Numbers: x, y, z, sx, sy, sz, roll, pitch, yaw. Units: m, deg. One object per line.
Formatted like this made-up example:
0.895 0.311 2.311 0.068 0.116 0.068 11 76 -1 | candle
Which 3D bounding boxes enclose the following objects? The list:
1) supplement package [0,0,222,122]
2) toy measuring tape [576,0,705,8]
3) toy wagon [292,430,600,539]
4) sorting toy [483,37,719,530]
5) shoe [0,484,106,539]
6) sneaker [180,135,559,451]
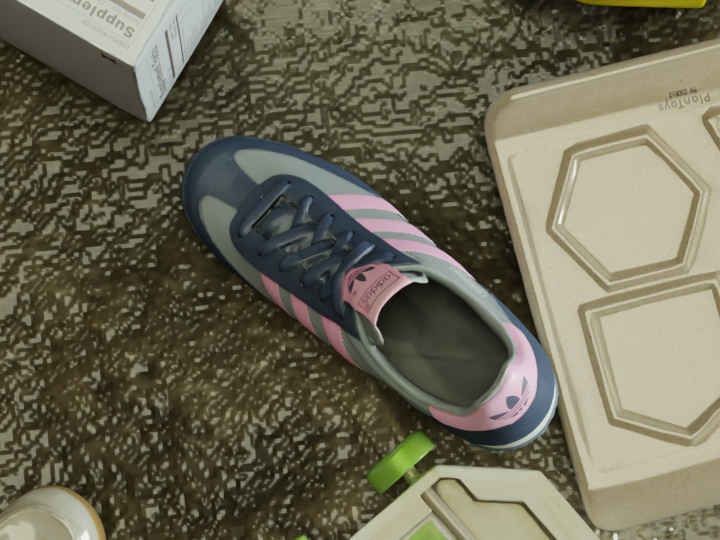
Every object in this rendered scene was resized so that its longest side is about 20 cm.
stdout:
-0.091 -0.185 0.867 0.109 0.114 0.200 30 81 2 | supplement package
0.147 -0.156 0.887 0.199 0.074 0.074 2 81 1 | toy measuring tape
0.021 0.174 0.852 0.200 0.040 0.155 -41 84 -6 | toy wagon
0.165 -0.001 0.888 0.184 0.036 0.201 -14 86 -3 | sorting toy
-0.163 0.186 0.837 0.070 0.053 0.201 23 81 2 | shoe
0.000 0.000 0.849 0.200 0.082 0.070 34 87 14 | sneaker
